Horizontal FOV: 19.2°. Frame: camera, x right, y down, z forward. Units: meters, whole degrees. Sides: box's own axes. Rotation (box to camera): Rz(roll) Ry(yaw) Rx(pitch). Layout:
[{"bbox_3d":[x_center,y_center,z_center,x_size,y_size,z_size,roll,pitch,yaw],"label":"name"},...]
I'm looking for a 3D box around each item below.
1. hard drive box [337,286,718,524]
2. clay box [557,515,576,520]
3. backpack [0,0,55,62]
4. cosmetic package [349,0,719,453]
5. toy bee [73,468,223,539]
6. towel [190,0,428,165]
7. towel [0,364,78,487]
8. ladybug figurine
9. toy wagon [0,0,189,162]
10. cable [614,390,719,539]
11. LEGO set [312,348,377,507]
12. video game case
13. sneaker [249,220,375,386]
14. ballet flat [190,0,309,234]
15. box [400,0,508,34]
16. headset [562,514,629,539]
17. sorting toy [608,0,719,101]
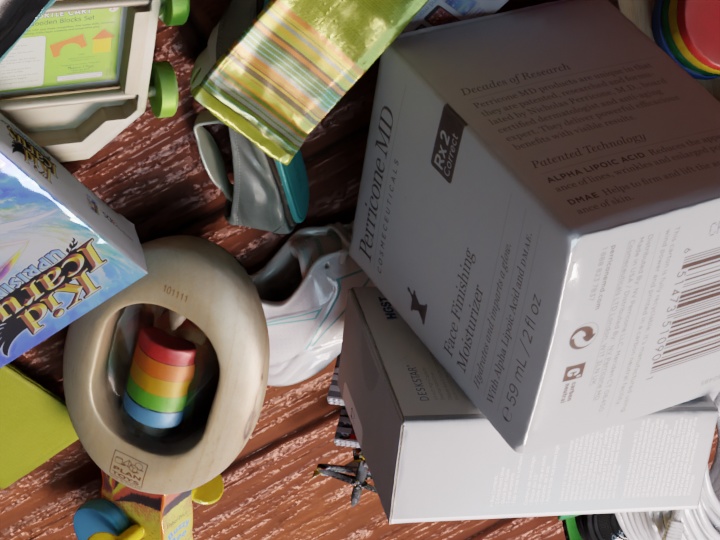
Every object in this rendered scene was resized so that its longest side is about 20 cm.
[{"bbox_3d":[0.099,0.077,1.322,0.198,0.156,0.077,0,120,-13],"label":"hard drive box"},{"bbox_3d":[0.150,0.104,1.518,0.047,0.116,0.200,-15,161,-7],"label":"clay box"},{"bbox_3d":[-0.238,-0.164,1.023,0.200,0.154,0.175,-36,143,28],"label":"backpack"},{"bbox_3d":[0.118,-0.033,1.252,0.164,0.200,0.166,-15,134,-29],"label":"cosmetic package"},{"bbox_3d":[-0.140,0.187,1.501,0.131,0.108,0.201,-49,158,-27],"label":"toy bee"},{"bbox_3d":[-0.004,-0.150,1.188,0.200,0.018,0.086,-47,138,11],"label":"towel"},{"bbox_3d":[-0.264,0.081,1.383,0.086,0.018,0.200,-32,141,13],"label":"towel"},{"bbox_3d":[-0.121,0.058,1.375,0.135,0.072,0.201,25,124,4],"label":"ladybug figurine"},{"bbox_3d":[-0.173,-0.139,1.178,0.154,0.040,0.201,-8,137,-21],"label":"toy wagon"},{"bbox_3d":[0.269,0.133,1.613,0.199,0.069,0.202,1,93,-46],"label":"cable"},{"bbox_3d":[0.048,0.103,1.469,0.153,0.116,0.201,12,144,4],"label":"LEGO set"},{"bbox_3d":[-0.253,-0.001,1.227,0.199,0.046,0.181,-32,143,12],"label":"video game case"},{"bbox_3d":[0.000,0.000,1.402,0.199,0.071,0.080,-31,130,3],"label":"sneaker"},{"bbox_3d":[-0.072,-0.097,1.263,0.063,0.068,0.201,5,138,11],"label":"ballet flat"},{"bbox_3d":[0.034,-0.196,1.224,0.119,0.042,0.200,-42,136,19],"label":"box"},{"bbox_3d":[0.202,0.171,1.666,0.093,0.124,0.201,-15,120,-15],"label":"headset"},{"bbox_3d":[0.269,-0.112,1.318,0.197,0.202,0.070,-12,-177,-16],"label":"sorting toy"}]
